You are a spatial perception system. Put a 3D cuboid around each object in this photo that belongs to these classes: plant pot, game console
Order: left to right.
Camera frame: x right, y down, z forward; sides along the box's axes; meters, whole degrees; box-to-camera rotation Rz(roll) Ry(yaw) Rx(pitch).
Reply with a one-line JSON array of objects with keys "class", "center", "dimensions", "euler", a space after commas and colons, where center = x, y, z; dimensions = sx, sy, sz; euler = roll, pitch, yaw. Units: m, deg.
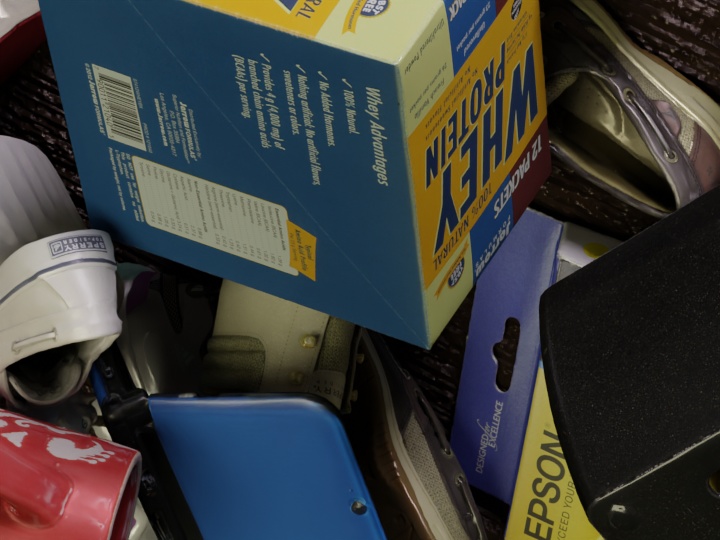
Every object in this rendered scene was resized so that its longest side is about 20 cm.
[{"class": "game console", "center": [-0.064, 0.108, 1.616], "dimensions": [0.118, 0.171, 0.200], "euler": [-22, 129, -3]}, {"class": "plant pot", "center": [0.209, 0.081, 1.437], "dimensions": [0.199, 0.178, 0.200], "euler": [-32, 109, 27]}]

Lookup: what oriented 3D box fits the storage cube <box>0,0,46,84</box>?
[{"class": "storage cube", "center": [-0.292, -0.153, 1.659], "dimensions": [0.200, 0.171, 0.180], "euler": [51, 129, -2]}]

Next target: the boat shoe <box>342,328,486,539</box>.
[{"class": "boat shoe", "center": [0.013, 0.099, 1.674], "dimensions": [0.073, 0.065, 0.200], "euler": [-27, 80, 37]}]

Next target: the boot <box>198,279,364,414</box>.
[{"class": "boot", "center": [0.000, 0.000, 1.582], "dimensions": [0.200, 0.072, 0.155], "euler": [-2, 73, 37]}]

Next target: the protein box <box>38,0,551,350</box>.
[{"class": "protein box", "center": [-0.029, -0.098, 1.434], "dimensions": [0.200, 0.135, 0.199], "euler": [18, 143, 23]}]

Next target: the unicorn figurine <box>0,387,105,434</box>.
[{"class": "unicorn figurine", "center": [-0.221, 0.114, 1.631], "dimensions": [0.200, 0.138, 0.074], "euler": [7, 144, -12]}]

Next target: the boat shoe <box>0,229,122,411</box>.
[{"class": "boat shoe", "center": [-0.175, 0.042, 1.545], "dimensions": [0.200, 0.073, 0.065], "euler": [134, 124, -63]}]

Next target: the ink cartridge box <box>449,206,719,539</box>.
[{"class": "ink cartridge box", "center": [0.139, 0.080, 1.610], "dimensions": [0.200, 0.047, 0.198], "euler": [20, 125, 18]}]

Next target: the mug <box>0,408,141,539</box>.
[{"class": "mug", "center": [-0.223, 0.123, 1.496], "dimensions": [0.200, 0.178, 0.134], "euler": [14, 91, 2]}]

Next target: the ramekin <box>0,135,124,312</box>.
[{"class": "ramekin", "center": [-0.242, 0.007, 1.652], "dimensions": [0.200, 0.200, 0.098], "euler": [-39, 69, 39]}]

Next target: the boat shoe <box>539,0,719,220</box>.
[{"class": "boat shoe", "center": [0.104, -0.098, 1.518], "dimensions": [0.200, 0.065, 0.073], "euler": [33, 129, 13]}]

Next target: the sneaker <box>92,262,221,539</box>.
[{"class": "sneaker", "center": [-0.091, 0.097, 1.736], "dimensions": [0.140, 0.078, 0.200], "euler": [7, 119, 29]}]
